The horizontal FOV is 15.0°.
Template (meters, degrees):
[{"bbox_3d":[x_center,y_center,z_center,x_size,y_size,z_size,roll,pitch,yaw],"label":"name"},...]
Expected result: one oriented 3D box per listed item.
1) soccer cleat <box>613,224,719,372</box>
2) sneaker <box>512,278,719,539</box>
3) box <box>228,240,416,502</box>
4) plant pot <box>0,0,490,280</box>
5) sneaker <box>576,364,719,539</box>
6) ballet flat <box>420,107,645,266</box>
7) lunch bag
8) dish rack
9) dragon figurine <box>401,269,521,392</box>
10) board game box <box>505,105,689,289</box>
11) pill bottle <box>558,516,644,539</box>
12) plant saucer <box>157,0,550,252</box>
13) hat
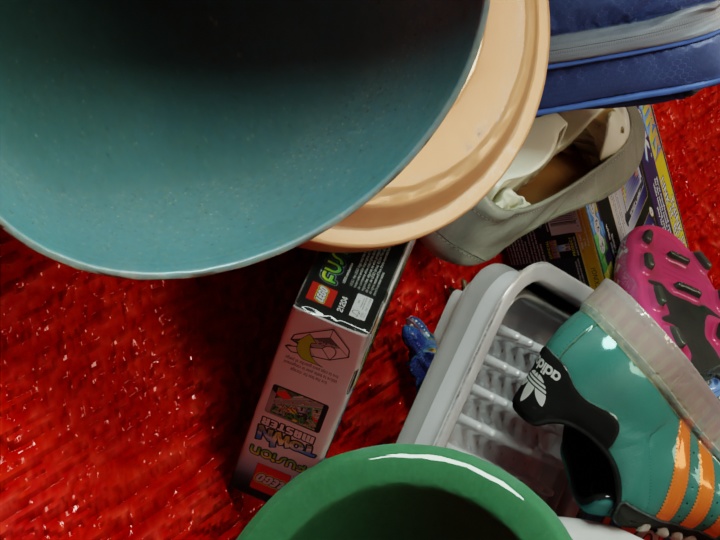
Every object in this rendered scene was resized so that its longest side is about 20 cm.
[{"bbox_3d":[0.161,0.066,1.460,0.070,0.086,0.201,18,41,-32],"label":"soccer cleat"},{"bbox_3d":[0.138,0.092,1.272,0.200,0.080,0.071,49,-2,-34],"label":"sneaker"},{"bbox_3d":[0.000,0.000,1.191,0.200,0.035,0.110,-66,178,-51],"label":"box"},{"bbox_3d":[-0.071,-0.118,0.966,0.135,0.199,0.200,58,-1,45],"label":"plant pot"},{"bbox_3d":[0.142,0.129,1.374,0.078,0.200,0.075,39,20,8],"label":"sneaker"},{"bbox_3d":[0.100,-0.063,1.412,0.067,0.064,0.200,43,43,12],"label":"ballet flat"},{"bbox_3d":[0.113,-0.146,1.356,0.136,0.199,0.133,-63,143,-60],"label":"lunch bag"},{"bbox_3d":[0.054,0.095,1.270,0.171,0.043,0.201,27,87,-60],"label":"dish rack"},{"bbox_3d":[0.075,0.070,1.390,0.100,0.059,0.201,-72,147,-45],"label":"dragon figurine"},{"bbox_3d":[0.141,0.000,1.571,0.165,0.056,0.201,-58,136,-58],"label":"board game box"},{"bbox_3d":[0.085,0.224,1.252,0.116,0.116,0.201,-53,153,-58],"label":"pill bottle"},{"bbox_3d":[-0.005,-0.109,1.105,0.199,0.032,0.202,4,82,-30],"label":"plant saucer"},{"bbox_3d":[0.004,0.184,1.190,0.201,0.165,0.176,-61,179,-12],"label":"hat"}]
